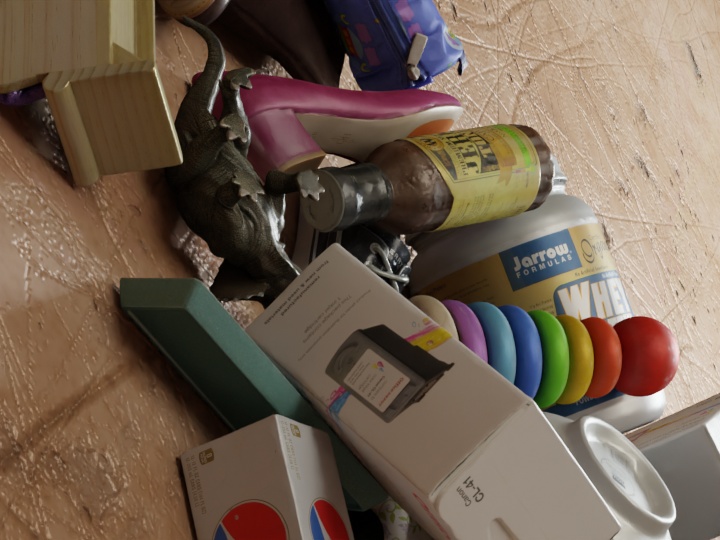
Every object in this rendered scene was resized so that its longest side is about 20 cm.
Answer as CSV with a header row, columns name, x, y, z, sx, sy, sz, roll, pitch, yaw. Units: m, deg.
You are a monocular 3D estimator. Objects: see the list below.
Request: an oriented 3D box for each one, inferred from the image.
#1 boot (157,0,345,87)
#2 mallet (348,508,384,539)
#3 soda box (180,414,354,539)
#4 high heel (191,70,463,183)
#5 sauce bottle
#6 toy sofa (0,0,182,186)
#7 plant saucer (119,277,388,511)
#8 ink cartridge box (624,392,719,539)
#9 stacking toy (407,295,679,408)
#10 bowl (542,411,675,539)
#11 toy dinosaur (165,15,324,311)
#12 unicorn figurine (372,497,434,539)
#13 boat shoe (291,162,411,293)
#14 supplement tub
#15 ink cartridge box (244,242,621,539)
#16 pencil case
name,x,y,z,sx,sy,sz,roll,pitch,yaw
boot,-0.061,-0.174,1.618,0.167,0.072,0.201,52,22,-26
mallet,0.058,0.191,1.425,0.199,0.041,0.066,21,20,8
soda box,-0.037,0.186,1.326,0.064,0.068,0.201,25,46,-58
high heel,-0.019,-0.109,1.599,0.199,0.068,0.096,-21,63,-41
sauce bottle,0.044,-0.056,1.582,0.199,0.065,0.065,-13,79,-47
toy sofa,-0.157,-0.151,1.396,0.083,0.097,0.201,78,6,-51
plant saucer,-0.062,0.075,1.392,0.200,0.070,0.019,52,56,-32
ink cartridge box,0.244,0.162,1.880,0.085,0.144,0.200,65,22,3
stacking toy,0.120,0.058,1.606,0.199,0.085,0.086,-1,63,-25
bowl,0.138,0.156,1.542,0.200,0.094,0.201,41,20,-18
toy dinosaur,-0.084,-0.055,1.451,0.077,0.102,0.201,-21,75,-43
unicorn figurine,0.044,0.204,1.507,0.201,0.074,0.137,58,18,25
boat shoe,0.000,0.000,1.592,0.072,0.067,0.201,51,26,-32
supplement tub,0.119,0.034,1.724,0.144,0.144,0.201,-6,73,-67
ink cartridge box,0.041,0.092,1.408,0.200,0.086,0.148,37,-11,45
pencil case,0.002,-0.208,1.647,0.201,0.078,0.087,64,0,-30
